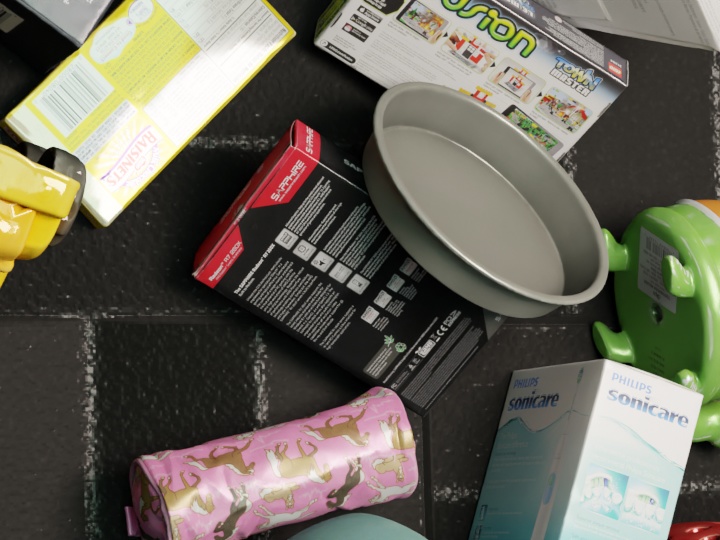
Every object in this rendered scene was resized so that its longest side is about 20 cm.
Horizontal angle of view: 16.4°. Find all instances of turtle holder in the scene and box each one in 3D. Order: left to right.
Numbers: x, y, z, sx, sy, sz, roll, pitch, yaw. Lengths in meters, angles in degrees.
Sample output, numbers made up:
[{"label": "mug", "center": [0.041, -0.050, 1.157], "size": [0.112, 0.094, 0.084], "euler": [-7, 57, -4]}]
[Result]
[{"label": "turtle holder", "center": [0.258, 0.038, 1.808], "size": [0.131, 0.141, 0.186], "euler": [-13, 88, -24]}]

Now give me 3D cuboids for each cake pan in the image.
[{"label": "cake pan", "center": [0.082, -0.044, 1.708], "size": [0.200, 0.037, 0.201], "euler": [28, 33, -21]}]

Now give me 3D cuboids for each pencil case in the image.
[{"label": "pencil case", "center": [-0.060, 0.140, 1.693], "size": [0.199, 0.087, 0.083], "euler": [-15, 48, -22]}]

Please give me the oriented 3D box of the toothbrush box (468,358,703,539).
[{"label": "toothbrush box", "center": [0.147, 0.171, 1.747], "size": [0.085, 0.146, 0.201], "euler": [19, 77, -20]}]

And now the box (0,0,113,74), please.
[{"label": "box", "center": [-0.207, -0.260, 1.667], "size": [0.148, 0.107, 0.200], "euler": [36, 73, -15]}]

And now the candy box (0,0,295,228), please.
[{"label": "candy box", "center": [-0.145, -0.134, 1.722], "size": [0.102, 0.026, 0.200], "euler": [48, 70, -14]}]

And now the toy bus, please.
[{"label": "toy bus", "center": [-0.273, -0.005, 1.564], "size": [0.135, 0.200, 0.193], "euler": [21, 87, -20]}]

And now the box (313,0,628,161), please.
[{"label": "box", "center": [0.079, -0.154, 1.774], "size": [0.200, 0.110, 0.035], "euler": [31, 34, -17]}]

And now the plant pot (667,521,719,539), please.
[{"label": "plant pot", "center": [0.278, 0.281, 1.771], "size": [0.200, 0.182, 0.201], "euler": [2, 86, -23]}]

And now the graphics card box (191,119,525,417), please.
[{"label": "graphics card box", "center": [0.000, 0.000, 1.721], "size": [0.200, 0.051, 0.126], "euler": [32, 113, -15]}]

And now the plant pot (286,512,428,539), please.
[{"label": "plant pot", "center": [-0.008, 0.261, 1.655], "size": [0.201, 0.200, 0.161], "euler": [45, 59, -12]}]

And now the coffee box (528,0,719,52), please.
[{"label": "coffee box", "center": [0.170, -0.300, 1.727], "size": [0.198, 0.199, 0.200], "euler": [-65, 149, -20]}]
